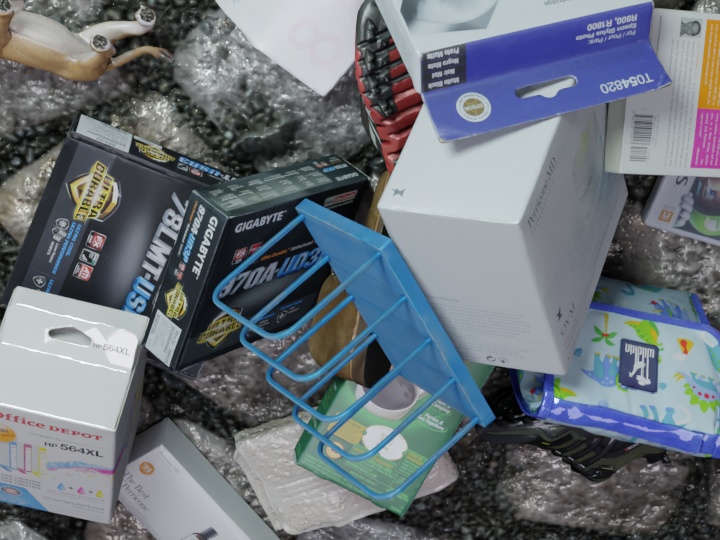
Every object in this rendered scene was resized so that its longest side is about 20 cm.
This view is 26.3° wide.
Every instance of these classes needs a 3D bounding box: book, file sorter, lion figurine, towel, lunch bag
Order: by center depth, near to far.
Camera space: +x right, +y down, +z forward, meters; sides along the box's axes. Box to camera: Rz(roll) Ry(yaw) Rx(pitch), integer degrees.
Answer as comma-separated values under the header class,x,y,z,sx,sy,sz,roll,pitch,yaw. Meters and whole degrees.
class,x,y,z,sx,sy,sz,roll,pitch,yaw
file sorter,-0.010,0.068,1.262,0.123,0.139,0.200,-40,122,-15
book,0.300,-0.142,1.268,0.199,0.048,0.134,2,98,-21
lion figurine,-0.266,-0.194,1.290,0.199,0.073,0.122,24,151,-20
lunch bag,0.229,0.087,1.377,0.169,0.200,0.128,12,118,-5
towel,-0.017,0.187,1.531,0.199,0.035,0.133,-21,118,11

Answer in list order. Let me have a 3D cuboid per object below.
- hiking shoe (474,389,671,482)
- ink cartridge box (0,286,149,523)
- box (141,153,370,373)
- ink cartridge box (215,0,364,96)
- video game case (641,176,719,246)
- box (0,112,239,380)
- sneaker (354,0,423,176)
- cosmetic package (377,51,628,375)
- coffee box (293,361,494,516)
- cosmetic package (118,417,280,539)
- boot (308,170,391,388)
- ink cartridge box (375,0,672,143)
class,x,y,z,sx,sy,sz,roll,pitch,yaw
hiking shoe,0.210,0.166,1.494,0.199,0.076,0.101,-2,117,0
ink cartridge box,-0.270,0.118,1.399,0.128,0.126,0.200,12,142,-2
box,-0.089,-0.009,1.335,0.046,0.200,0.160,36,120,24
ink cartridge box,-0.057,-0.264,1.266,0.200,0.057,0.163,33,115,-22
video game case,0.376,-0.095,1.375,0.199,0.023,0.183,15,119,-8
box,-0.203,-0.018,1.407,0.198,0.050,0.201,23,118,-12
sneaker,0.030,-0.154,1.292,0.071,0.098,0.201,-23,129,-5
cosmetic package,0.123,-0.058,1.249,0.122,0.200,0.200,7,145,26
coffee box,0.037,0.120,1.457,0.123,0.044,0.201,27,101,-12
cosmetic package,-0.167,0.246,1.555,0.082,0.051,0.200,-32,115,16
boot,0.000,0.000,1.389,0.075,0.073,0.201,16,97,31
ink cartridge box,0.117,-0.207,1.187,0.199,0.201,0.041,-15,151,-14
